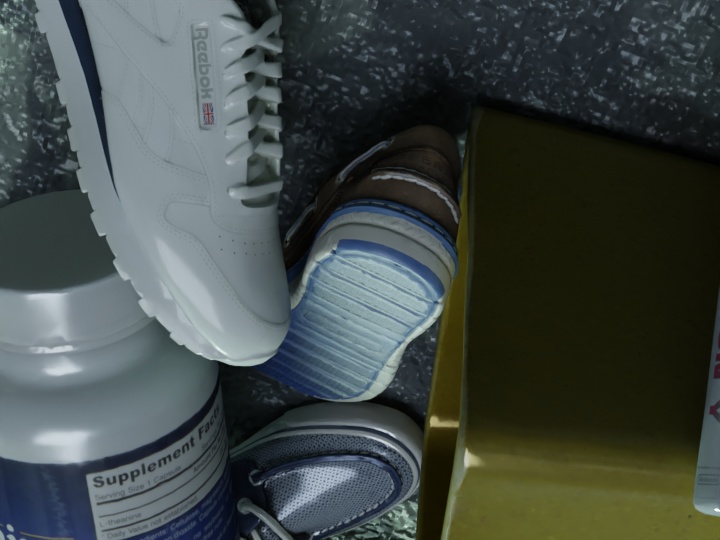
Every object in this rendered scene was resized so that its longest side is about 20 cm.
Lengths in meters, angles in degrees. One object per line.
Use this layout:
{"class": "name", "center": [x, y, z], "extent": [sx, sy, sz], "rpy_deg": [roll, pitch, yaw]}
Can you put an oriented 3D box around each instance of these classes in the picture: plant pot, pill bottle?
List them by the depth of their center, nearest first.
{"class": "plant pot", "center": [0.127, 0.076, 0.725], "extent": [0.197, 0.197, 0.196], "rpy_deg": [6, 131, -1]}
{"class": "pill bottle", "center": [-0.110, 0.074, 0.756], "extent": [0.110, 0.111, 0.202], "rpy_deg": [3, 121, 12]}

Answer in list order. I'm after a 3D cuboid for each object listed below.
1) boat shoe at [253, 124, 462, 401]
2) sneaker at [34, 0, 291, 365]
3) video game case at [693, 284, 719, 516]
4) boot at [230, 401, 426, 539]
{"class": "boat shoe", "center": [0.000, 0.000, 0.757], "extent": [0.072, 0.073, 0.200], "rpy_deg": [29, 156, -12]}
{"class": "sneaker", "center": [-0.062, -0.063, 0.682], "extent": [0.080, 0.076, 0.202], "rpy_deg": [-20, 91, 20]}
{"class": "video game case", "center": [0.215, 0.008, 0.626], "extent": [0.198, 0.184, 0.023], "rpy_deg": [12, 171, -18]}
{"class": "boot", "center": [-0.058, 0.133, 0.876], "extent": [0.199, 0.091, 0.073], "rpy_deg": [-22, 121, 29]}
